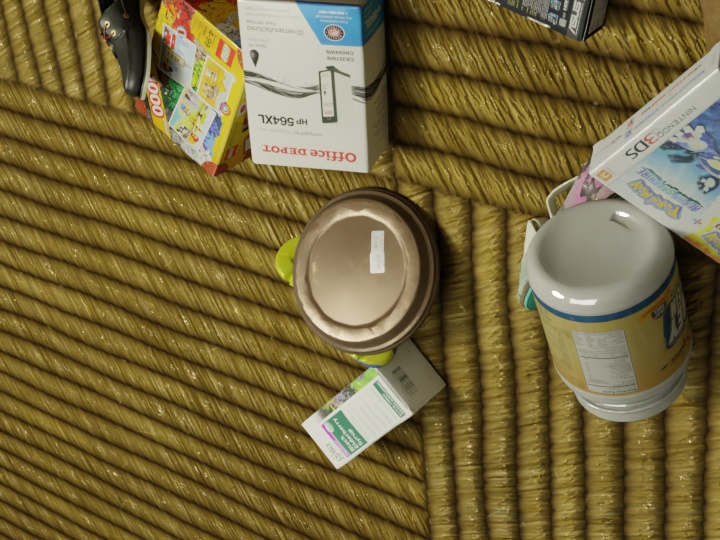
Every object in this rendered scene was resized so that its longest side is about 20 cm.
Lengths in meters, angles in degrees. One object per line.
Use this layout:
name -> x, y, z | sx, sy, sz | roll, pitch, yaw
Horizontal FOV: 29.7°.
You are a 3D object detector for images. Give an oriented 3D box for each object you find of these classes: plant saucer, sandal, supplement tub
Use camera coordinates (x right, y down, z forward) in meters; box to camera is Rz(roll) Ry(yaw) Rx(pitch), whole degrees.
plant saucer -> 0.000, 0.000, 1.610 | 0.199, 0.029, 0.201 | -3, 84, 28
sandal -> -0.021, 0.042, 1.688 | 0.200, 0.079, 0.087 | 51, 178, 24
supplement tub -> 0.254, 0.043, 1.364 | 0.144, 0.145, 0.201 | 16, 145, 35

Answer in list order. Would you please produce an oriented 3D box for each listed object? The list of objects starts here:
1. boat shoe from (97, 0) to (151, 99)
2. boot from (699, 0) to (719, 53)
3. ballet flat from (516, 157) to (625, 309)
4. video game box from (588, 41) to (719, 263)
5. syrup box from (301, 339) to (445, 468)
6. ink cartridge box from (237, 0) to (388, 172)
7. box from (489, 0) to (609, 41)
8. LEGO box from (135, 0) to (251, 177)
boat shoe -> -0.290, -0.291, 1.658 | 0.074, 0.063, 0.202 | 123, 142, -50
boot -> 0.338, -0.212, 1.218 | 0.076, 0.073, 0.201 | -125, 24, -49
ballet flat -> 0.215, -0.044, 1.438 | 0.071, 0.069, 0.200 | 57, 138, 25
video game box -> 0.340, -0.094, 1.235 | 0.199, 0.047, 0.182 | 32, 143, -13
syrup box -> 0.014, 0.174, 1.752 | 0.079, 0.081, 0.200 | 51, 138, 3
ink cartridge box -> -0.050, -0.218, 1.515 | 0.145, 0.084, 0.201 | 6, 122, 15
box -> 0.173, -0.338, 1.283 | 0.161, 0.049, 0.201 | 28, 133, 25
LEGO box -> -0.183, -0.241, 1.660 | 0.149, 0.077, 0.200 | 41, 138, 15
